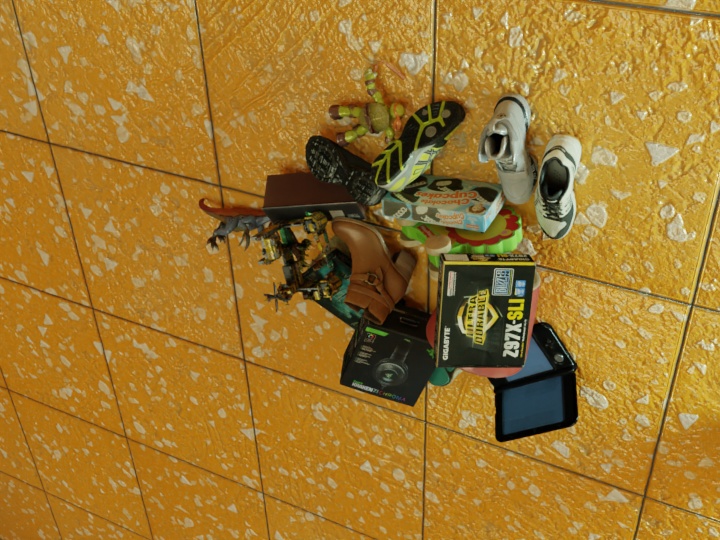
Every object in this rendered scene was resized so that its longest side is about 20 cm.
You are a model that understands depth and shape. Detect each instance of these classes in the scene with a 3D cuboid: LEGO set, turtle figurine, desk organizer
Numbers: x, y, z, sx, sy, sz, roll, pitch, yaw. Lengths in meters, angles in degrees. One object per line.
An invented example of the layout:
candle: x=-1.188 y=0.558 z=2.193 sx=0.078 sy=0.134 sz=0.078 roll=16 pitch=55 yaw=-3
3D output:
LEGO set: x=-0.129 y=-0.014 z=1.688 sx=0.152 sy=0.116 sz=0.202 roll=5 pitch=113 yaw=28
turtle figurine: x=0.025 y=-0.268 z=1.568 sx=0.160 sy=0.064 sz=0.201 roll=-8 pitch=118 yaw=36
desk organizer: x=-0.090 y=-0.147 z=1.720 sx=0.198 sy=0.078 sz=0.072 roll=-2 pitch=156 yaw=16

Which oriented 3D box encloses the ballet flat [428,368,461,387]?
ballet flat: x=0.194 y=0.192 z=1.790 sx=0.069 sy=0.070 sz=0.200 roll=39 pitch=155 yaw=1

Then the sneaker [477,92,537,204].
sneaker: x=0.245 y=-0.186 z=1.454 sx=0.075 sy=0.115 sz=0.201 roll=8 pitch=126 yaw=28

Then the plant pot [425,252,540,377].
plant pot: x=0.240 y=0.069 z=1.607 sx=0.199 sy=0.200 sz=0.179 roll=25 pitch=122 yaw=14

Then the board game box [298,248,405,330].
board game box: x=-0.022 y=0.048 z=1.800 sx=0.199 sy=0.028 sz=0.135 roll=37 pitch=129 yaw=-24

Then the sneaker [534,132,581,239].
sneaker: x=0.325 y=-0.129 z=1.466 sx=0.075 sy=0.088 sz=0.201 roll=11 pitch=129 yaw=23

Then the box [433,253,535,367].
box: x=0.211 y=0.070 z=1.488 sx=0.158 sy=0.049 sz=0.202 roll=0 pitch=113 yaw=-5

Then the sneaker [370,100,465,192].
sneaker: x=0.106 y=-0.220 z=1.526 sx=0.200 sy=0.076 sz=0.076 roll=-40 pitch=60 yaw=13

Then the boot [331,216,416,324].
boot: x=0.000 y=0.000 z=1.702 sx=0.199 sy=0.156 sz=0.077 roll=35 pitch=159 yaw=-10

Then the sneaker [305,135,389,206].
sneaker: x=-0.021 y=-0.188 z=1.634 sx=0.200 sy=0.091 sz=0.076 roll=39 pitch=115 yaw=18

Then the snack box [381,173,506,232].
snack box: x=0.151 y=-0.126 z=1.557 sx=0.198 sy=0.116 sz=0.037 roll=11 pitch=128 yaw=25

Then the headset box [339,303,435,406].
headset box: x=0.071 y=0.164 z=1.789 sx=0.173 sy=0.093 sz=0.201 roll=18 pitch=127 yaw=-9

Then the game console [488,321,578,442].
game console: x=0.318 y=0.222 z=1.706 sx=0.199 sy=0.117 sz=0.176 roll=-24 pitch=108 yaw=41

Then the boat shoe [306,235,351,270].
boat shoe: x=-0.082 y=0.003 z=1.835 sx=0.073 sy=0.063 sz=0.201 roll=35 pitch=134 yaw=5

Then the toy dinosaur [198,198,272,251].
toy dinosaur: x=-0.249 y=-0.107 z=1.850 sx=0.181 sy=0.105 sz=0.201 roll=-31 pitch=91 yaw=22

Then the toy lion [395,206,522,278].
toy lion: x=0.185 y=-0.074 z=1.553 sx=0.200 sy=0.190 sz=0.069 roll=-130 pitch=22 yaw=-54
